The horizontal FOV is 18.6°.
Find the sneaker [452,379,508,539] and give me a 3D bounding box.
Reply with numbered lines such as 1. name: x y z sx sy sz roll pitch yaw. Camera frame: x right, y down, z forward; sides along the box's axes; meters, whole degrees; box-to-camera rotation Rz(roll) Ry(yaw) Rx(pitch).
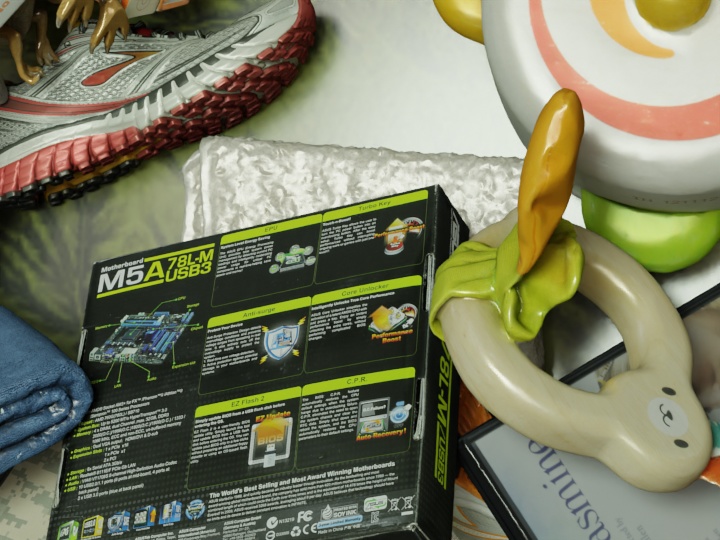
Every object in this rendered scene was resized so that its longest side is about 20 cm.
1. sneaker: 0.050 0.107 1.098 0.199 0.092 0.076 24 54 11

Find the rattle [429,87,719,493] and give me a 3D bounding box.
1. rattle: 0.139 0.027 0.989 0.200 0.130 0.143 44 119 14

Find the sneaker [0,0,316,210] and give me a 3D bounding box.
1. sneaker: -0.118 -0.104 1.153 0.199 0.078 0.083 -22 81 10

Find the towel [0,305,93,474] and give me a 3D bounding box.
1. towel: -0.221 0.050 1.114 0.111 0.200 0.049 -25 119 -25

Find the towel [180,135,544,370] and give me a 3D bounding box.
1. towel: 0.000 0.000 1.144 0.199 0.034 0.133 3 88 12

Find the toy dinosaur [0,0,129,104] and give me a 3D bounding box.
1. toy dinosaur: -0.163 -0.159 1.079 0.106 0.060 0.201 34 119 22

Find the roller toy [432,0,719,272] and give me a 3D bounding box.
1. roller toy: 0.149 -0.121 1.059 0.182 0.140 0.200 -35 79 3

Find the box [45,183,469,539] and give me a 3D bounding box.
1. box: -0.049 0.064 1.056 0.199 0.048 0.194 -13 48 22

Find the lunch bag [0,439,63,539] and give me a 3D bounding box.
1. lunch bag: -0.201 0.160 1.138 0.163 0.118 0.201 14 82 16

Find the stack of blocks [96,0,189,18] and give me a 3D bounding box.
1. stack of blocks: -0.105 -0.241 1.090 0.115 0.059 0.200 38 121 18

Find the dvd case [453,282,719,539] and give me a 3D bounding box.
1. dvd case: 0.157 0.097 1.054 0.200 0.018 0.143 -28 79 -28

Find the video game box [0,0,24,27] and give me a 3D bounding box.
1. video game box: -0.211 -0.213 1.059 0.182 0.047 0.200 -45 67 18
